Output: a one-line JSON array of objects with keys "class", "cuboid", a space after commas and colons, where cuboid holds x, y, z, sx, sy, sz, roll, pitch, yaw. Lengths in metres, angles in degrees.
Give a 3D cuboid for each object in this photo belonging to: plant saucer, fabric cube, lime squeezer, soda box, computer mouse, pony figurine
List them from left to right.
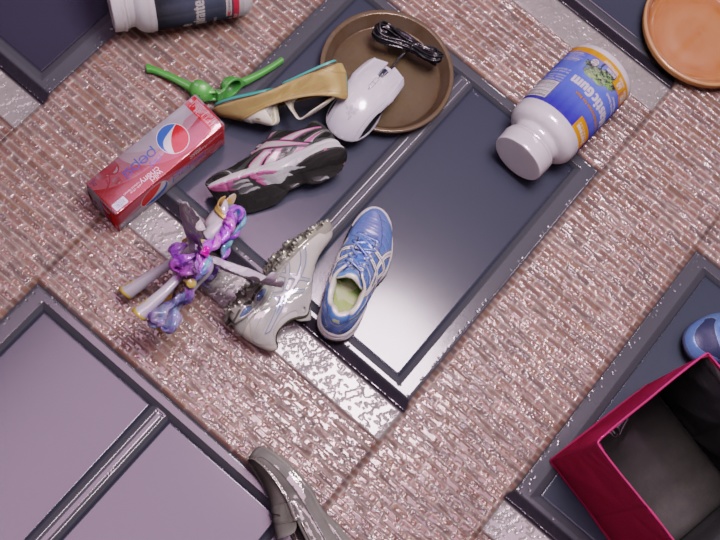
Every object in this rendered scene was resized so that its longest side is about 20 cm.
[{"class": "soda box", "cuboid": [-0.279, -0.148, 1.497, 0.200, 0.070, 0.063, -43, 82, -17]}, {"class": "pony figurine", "cuboid": [-0.211, -0.012, 1.404, 0.200, 0.193, 0.167, -47, 116, -4]}, {"class": "lime squeezer", "cuboid": [-0.206, -0.272, 1.571, 0.200, 0.038, 0.071, -5, 42, -9]}, {"class": "computer mouse", "cuboid": [0.026, -0.269, 1.562, 0.110, 0.044, 0.200, 34, 71, 2]}, {"class": "plant saucer", "cuboid": [0.038, -0.291, 1.608, 0.200, 0.029, 0.200, 2, 73, -8]}, {"class": "fabric cube", "cuboid": [0.400, 0.256, 1.399, 0.196, 0.199, 0.200, -35, 80, -17]}, {"class": "plant saucer", "cuboid": [0.532, -0.372, 1.699, 0.200, 0.037, 0.200, 2, 73, -7]}]

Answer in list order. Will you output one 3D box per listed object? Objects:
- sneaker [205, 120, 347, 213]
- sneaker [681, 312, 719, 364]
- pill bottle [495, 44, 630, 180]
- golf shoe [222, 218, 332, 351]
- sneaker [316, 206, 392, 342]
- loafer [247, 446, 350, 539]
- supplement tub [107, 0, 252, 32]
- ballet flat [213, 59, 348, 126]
[{"class": "sneaker", "cuboid": [-0.123, -0.149, 1.529, 0.200, 0.080, 0.086, -19, 53, -11]}, {"class": "sneaker", "cuboid": [0.553, 0.085, 1.536, 0.200, 0.082, 0.074, -8, 75, -8]}, {"class": "pill bottle", "cuboid": [0.290, -0.226, 1.579, 0.112, 0.112, 0.200, 42, 72, 6]}, {"class": "golf shoe", "cuboid": [-0.093, 0.021, 1.481, 0.097, 0.078, 0.200, 44, 77, -11]}, {"class": "sneaker", "cuboid": [0.000, 0.000, 1.487, 0.076, 0.077, 0.200, 18, 70, 0]}, {"class": "loafer", "cuboid": [-0.083, 0.313, 1.381, 0.070, 0.070, 0.200, -35, 81, -25]}, {"class": "supplement tub", "cuboid": [-0.262, -0.417, 1.547, 0.200, 0.140, 0.141, -13, 75, -11]}, {"class": "ballet flat", "cuboid": [-0.111, -0.236, 1.530, 0.200, 0.069, 0.063, -17, 96, 15]}]
